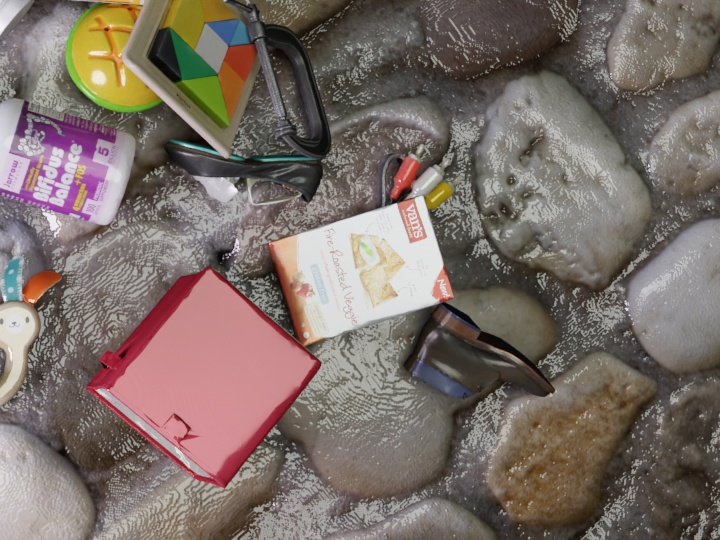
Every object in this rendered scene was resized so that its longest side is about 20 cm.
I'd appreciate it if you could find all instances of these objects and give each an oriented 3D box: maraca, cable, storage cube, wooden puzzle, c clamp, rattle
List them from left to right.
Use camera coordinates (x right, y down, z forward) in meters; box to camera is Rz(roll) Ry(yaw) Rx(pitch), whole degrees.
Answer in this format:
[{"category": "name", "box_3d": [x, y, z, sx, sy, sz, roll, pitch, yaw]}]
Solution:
[{"category": "rattle", "box_3d": [-0.410, 0.068, 1.532, 0.130, 0.143, 0.200, 43, 80, 8]}, {"category": "maraca", "box_3d": [-0.258, -0.268, 1.623, 0.137, 0.107, 0.200, 45, 60, -9]}, {"category": "storage cube", "box_3d": [-0.183, 0.120, 1.580, 0.200, 0.171, 0.180, 42, 74, -10]}, {"category": "wooden puzzle", "box_3d": [-0.182, -0.258, 1.606, 0.185, 0.037, 0.200, 43, 47, -39]}, {"category": "c clamp", "box_3d": [-0.097, -0.227, 1.659, 0.027, 0.171, 0.200, -20, 87, 25]}, {"category": "cable", "box_3d": [0.040, -0.069, 1.730, 0.097, 0.050, 0.200, 37, 76, -15]}]

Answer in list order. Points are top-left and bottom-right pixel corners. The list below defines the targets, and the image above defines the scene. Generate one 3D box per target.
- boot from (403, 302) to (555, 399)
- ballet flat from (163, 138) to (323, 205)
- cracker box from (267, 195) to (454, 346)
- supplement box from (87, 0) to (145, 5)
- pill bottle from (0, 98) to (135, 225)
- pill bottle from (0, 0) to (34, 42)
[{"category": "boot", "box_3d": [0.150, 0.127, 1.756, 0.200, 0.075, 0.097, 34, 98, -18]}, {"category": "ballet flat", "box_3d": [-0.141, -0.114, 1.670, 0.200, 0.068, 0.069, 6, 96, -18]}, {"category": "cracker box", "box_3d": [0.000, 0.000, 1.688, 0.200, 0.058, 0.134, -18, 92, -7]}, {"category": "supplement box", "box_3d": [-0.312, -0.407, 1.588, 0.126, 0.074, 0.200, 0, 60, -19]}, {"category": "pill bottle", "box_3d": [-0.366, -0.130, 1.571, 0.200, 0.112, 0.113, 16, 81, -16]}, {"category": "pill bottle", "box_3d": [-0.468, -0.345, 1.553, 0.200, 0.112, 0.113, 40, 75, -11]}]
